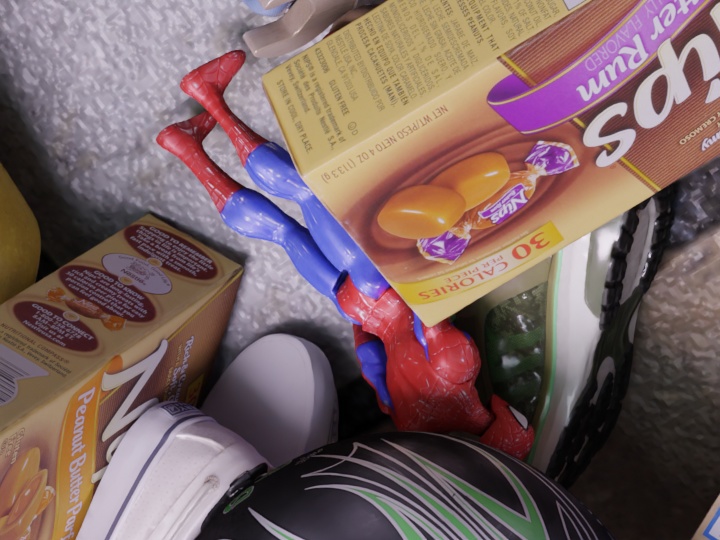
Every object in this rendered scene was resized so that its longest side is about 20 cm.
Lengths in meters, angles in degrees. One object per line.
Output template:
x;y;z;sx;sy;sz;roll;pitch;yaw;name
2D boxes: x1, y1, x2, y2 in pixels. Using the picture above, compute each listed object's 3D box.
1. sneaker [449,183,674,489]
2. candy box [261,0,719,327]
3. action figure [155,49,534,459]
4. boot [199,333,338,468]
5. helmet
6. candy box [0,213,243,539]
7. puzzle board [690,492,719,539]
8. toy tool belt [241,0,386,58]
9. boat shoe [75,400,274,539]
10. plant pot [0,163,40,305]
0.063;0.024;1.113;0.088;0.077;0.201;25;116;21;sneaker
0.078;-0.073;0.994;0.199;0.057;0.117;-29;142;8;candy box
0.000;0.000;1.093;0.200;0.052;0.066;51;138;16;action figure
-0.034;0.131;1.192;0.073;0.095;0.201;20;93;44;boot
0.025;0.160;1.031;0.190;0.200;0.201;-7;116;55;helmet
-0.131;0.066;1.113;0.055;0.200;0.116;30;121;16;candy box
0.188;0.145;1.042;0.150;0.017;0.201;31;127;8;puzzle board
-0.012;-0.142;1.012;0.125;0.122;0.201;41;128;41;toy tool belt
-0.091;0.158;1.127;0.070;0.071;0.201;26;92;31;boat shoe
-0.218;-0.005;1.137;0.141;0.201;0.200;26;124;-26;plant pot
